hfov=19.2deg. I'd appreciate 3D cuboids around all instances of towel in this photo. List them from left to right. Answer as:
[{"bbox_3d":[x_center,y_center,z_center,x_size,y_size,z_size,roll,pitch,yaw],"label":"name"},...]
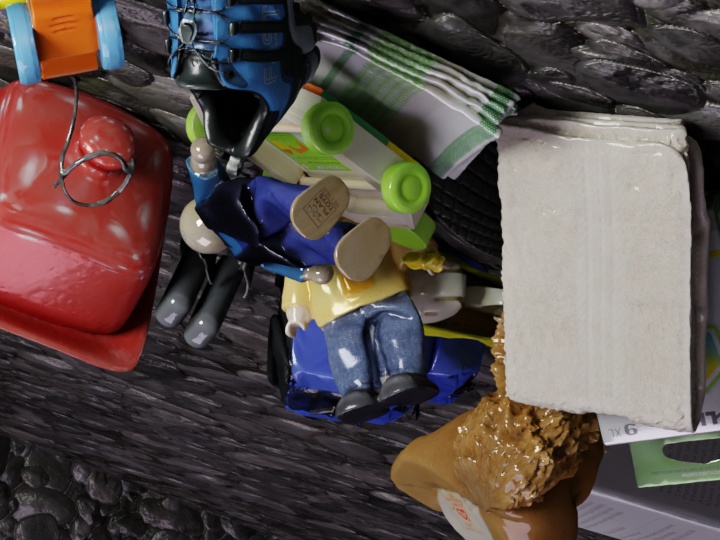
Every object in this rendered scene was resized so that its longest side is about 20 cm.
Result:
[{"bbox_3d":[-0.013,-0.116,1.298,0.200,0.031,0.149,24,164,-6],"label":"towel"},{"bbox_3d":[0.148,-0.002,1.318,0.132,0.200,0.034,9,-157,28],"label":"towel"}]

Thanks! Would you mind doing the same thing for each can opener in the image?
[{"bbox_3d":[-0.116,0.000,1.635,0.053,0.067,0.200,35,-154,-10],"label":"can opener"}]

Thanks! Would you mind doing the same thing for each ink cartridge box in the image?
[{"bbox_3d":[0.201,0.055,1.375,0.104,0.200,0.059,-9,-165,21],"label":"ink cartridge box"}]

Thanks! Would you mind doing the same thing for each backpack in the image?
[{"bbox_3d":[0.009,0.047,1.660,0.167,0.163,0.200,14,165,-5],"label":"backpack"}]

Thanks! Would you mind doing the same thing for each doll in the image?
[{"bbox_3d":[-0.062,-0.034,1.370,0.136,0.049,0.200,44,161,-22],"label":"doll"}]

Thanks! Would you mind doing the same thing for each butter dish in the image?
[{"bbox_3d":[-0.209,-0.059,1.534,0.199,0.200,0.148,23,141,-24],"label":"butter dish"}]

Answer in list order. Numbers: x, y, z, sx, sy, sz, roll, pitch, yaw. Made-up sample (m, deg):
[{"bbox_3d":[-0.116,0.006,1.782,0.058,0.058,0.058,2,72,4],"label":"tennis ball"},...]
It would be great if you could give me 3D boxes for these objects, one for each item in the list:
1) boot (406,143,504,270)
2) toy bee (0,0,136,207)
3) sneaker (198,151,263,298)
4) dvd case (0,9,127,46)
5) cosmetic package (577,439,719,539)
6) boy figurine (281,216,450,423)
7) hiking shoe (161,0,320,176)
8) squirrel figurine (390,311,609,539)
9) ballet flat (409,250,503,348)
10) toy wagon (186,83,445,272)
[{"bbox_3d":[0.072,-0.037,1.478,0.200,0.068,0.131,30,166,-38],"label":"boot"},{"bbox_3d":[-0.185,-0.150,1.256,0.131,0.109,0.200,4,132,-24],"label":"toy bee"},{"bbox_3d":[-0.085,-0.057,1.488,0.060,0.104,0.200,16,166,3],"label":"sneaker"},{"bbox_3d":[-0.265,-0.190,1.370,0.200,0.016,0.149,12,165,18],"label":"dvd case"},{"bbox_3d":[0.226,0.123,1.691,0.200,0.167,0.167,17,165,-4],"label":"cosmetic package"},{"bbox_3d":[0.000,0.000,1.476,0.124,0.200,0.064,-18,165,16],"label":"boy figurine"},{"bbox_3d":[-0.074,-0.141,1.156,0.074,0.087,0.200,7,149,25],"label":"hiking shoe"},{"bbox_3d":[0.137,0.102,1.473,0.141,0.187,0.200,42,157,18],"label":"squirrel figurine"},{"bbox_3d":[0.074,0.020,1.539,0.200,0.067,0.067,15,168,-25],"label":"ballet flat"},{"bbox_3d":[-0.017,-0.064,1.362,0.200,0.040,0.155,35,165,-31],"label":"toy wagon"}]
